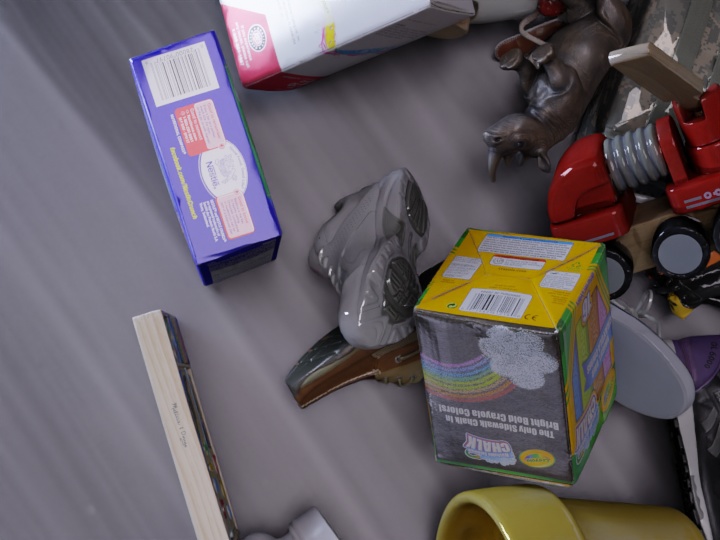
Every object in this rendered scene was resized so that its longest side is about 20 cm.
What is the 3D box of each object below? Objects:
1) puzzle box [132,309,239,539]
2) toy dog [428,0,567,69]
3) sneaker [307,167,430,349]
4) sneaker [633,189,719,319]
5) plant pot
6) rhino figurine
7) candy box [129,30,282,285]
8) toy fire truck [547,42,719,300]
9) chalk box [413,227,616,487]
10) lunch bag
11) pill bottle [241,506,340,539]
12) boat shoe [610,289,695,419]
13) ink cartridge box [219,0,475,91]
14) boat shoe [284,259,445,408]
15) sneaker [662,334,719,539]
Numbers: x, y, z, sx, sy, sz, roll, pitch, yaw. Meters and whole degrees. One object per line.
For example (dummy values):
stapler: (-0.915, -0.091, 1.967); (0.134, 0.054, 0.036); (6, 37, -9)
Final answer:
puzzle box: (-0.142, 0.133, 1.153); (0.025, 0.133, 0.201); (-17, 87, -4)
toy dog: (0.122, -0.237, 1.240); (0.200, 0.096, 0.132); (30, 80, -15)
sneaker: (0.000, 0.000, 1.170); (0.099, 0.200, 0.078); (-16, 122, 23)
sneaker: (0.275, -0.007, 1.224); (0.199, 0.070, 0.090); (18, 82, -3)
plant pot: (0.182, 0.270, 1.140); (0.188, 0.201, 0.202); (-5, 85, -18)
rhino figurine: (0.162, -0.157, 1.167); (0.087, 0.060, 0.200); (38, 79, -37)
candy box: (-0.123, -0.084, 1.140); (0.077, 0.200, 0.170); (-18, 87, -7)
toy fire truck: (0.222, -0.090, 1.100); (0.175, 0.129, 0.201); (-16, 110, 22)
chalk box: (0.131, 0.085, 1.127); (0.124, 0.124, 0.201); (8, 128, 25)
lunch bag: (0.312, -0.144, 1.219); (0.199, 0.118, 0.165); (22, 85, -7)
pill bottle: (-0.093, 0.288, 1.152); (0.200, 0.112, 0.112); (-37, 88, -7)
boat shoe: (0.213, 0.045, 1.203); (0.202, 0.075, 0.086); (36, 39, 23)
ink cartridge box: (-0.020, -0.251, 1.173); (0.199, 0.086, 0.148); (-16, 84, 30)
boat shoe: (0.033, 0.065, 1.201); (0.200, 0.076, 0.074); (-32, 102, -5)
sneaker: (0.312, 0.148, 1.186); (0.087, 0.076, 0.201); (-9, 71, 6)
